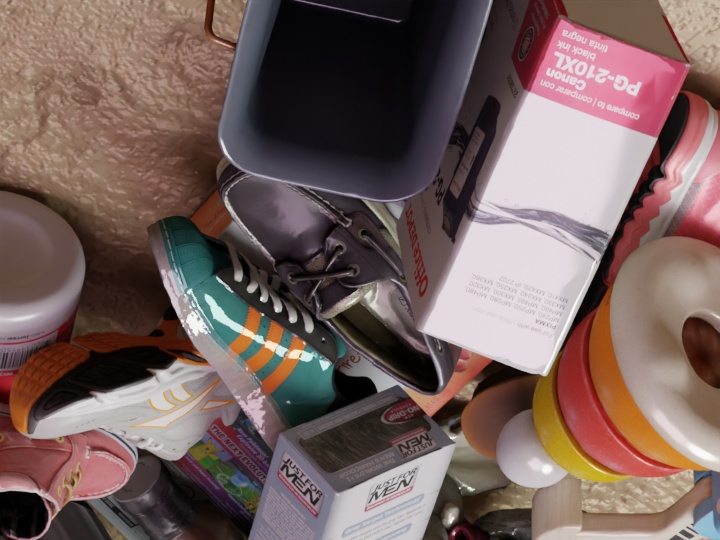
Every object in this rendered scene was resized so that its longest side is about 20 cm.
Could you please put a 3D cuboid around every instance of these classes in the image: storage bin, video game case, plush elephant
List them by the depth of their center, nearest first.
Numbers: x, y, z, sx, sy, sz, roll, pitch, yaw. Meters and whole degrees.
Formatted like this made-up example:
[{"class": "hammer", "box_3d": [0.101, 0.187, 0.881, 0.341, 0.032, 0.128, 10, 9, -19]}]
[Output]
[{"class": "storage bin", "box_3d": [-0.008, -0.161, 1.482, 0.145, 0.135, 0.201, 11, 133, -5]}, {"class": "plush elephant", "box_3d": [0.063, 0.191, 1.794, 0.155, 0.200, 0.165, 36, 98, -20]}, {"class": "video game case", "box_3d": [-0.076, 0.164, 1.881, 0.182, 0.023, 0.200, -24, 126, 26]}]

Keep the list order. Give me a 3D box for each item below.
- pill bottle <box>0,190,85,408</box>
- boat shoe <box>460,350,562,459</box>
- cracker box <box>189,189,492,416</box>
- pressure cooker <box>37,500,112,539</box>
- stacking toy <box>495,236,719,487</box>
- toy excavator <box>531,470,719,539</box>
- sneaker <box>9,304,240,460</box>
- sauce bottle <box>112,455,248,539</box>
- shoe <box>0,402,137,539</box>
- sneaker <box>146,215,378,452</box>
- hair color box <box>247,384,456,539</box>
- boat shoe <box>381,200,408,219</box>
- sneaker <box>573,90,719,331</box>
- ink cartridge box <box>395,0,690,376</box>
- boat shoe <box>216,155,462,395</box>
[{"class": "pill bottle", "box_3d": [-0.245, 0.054, 1.727, 0.112, 0.113, 0.201, 13, 134, -7]}, {"class": "boat shoe", "box_3d": [0.162, 0.073, 1.729, 0.199, 0.070, 0.071, -8, 102, 27]}, {"class": "cracker box", "box_3d": [0.000, 0.000, 1.690, 0.199, 0.058, 0.134, 29, 129, -20]}, {"class": "pressure cooker", "box_3d": [-0.234, 0.242, 1.855, 0.178, 0.200, 0.176, -8, 137, -35]}, {"class": "stacking toy", "box_3d": [0.154, 0.079, 1.633, 0.146, 0.147, 0.200, 32, 141, -23]}, {"class": "toy excavator", "box_3d": [0.228, 0.149, 1.674, 0.193, 0.100, 0.200, 17, 144, -21]}, {"class": "sneaker", "box_3d": [-0.136, 0.085, 1.691, 0.075, 0.199, 0.093, 25, 119, 38]}, {"class": "sauce bottle", "box_3d": [-0.103, 0.205, 1.862, 0.064, 0.065, 0.200, -21, 128, 24]}, {"class": "shoe", "box_3d": [-0.203, 0.132, 1.673, 0.071, 0.091, 0.200, -46, 144, 20]}, {"class": "sneaker", "box_3d": [-0.058, 0.029, 1.640, 0.080, 0.072, 0.200, -29, 129, 5]}, {"class": "hair color box", "box_3d": [-0.018, 0.174, 1.696, 0.099, 0.061, 0.201, -21, 143, -37]}, {"class": "boat shoe", "box_3d": [0.059, -0.050, 1.631, 0.199, 0.069, 0.057, 32, 128, -21]}, {"class": "sneaker", "box_3d": [0.191, -0.017, 1.645, 0.086, 0.074, 0.201, 16, 133, -12]}, {"class": "ink cartridge box", "box_3d": [0.097, -0.065, 1.516, 0.084, 0.145, 0.201, 19, 112, -12]}, {"class": "boat shoe", "box_3d": [-0.008, 0.000, 1.606, 0.072, 0.065, 0.200, -30, 122, 29]}]
